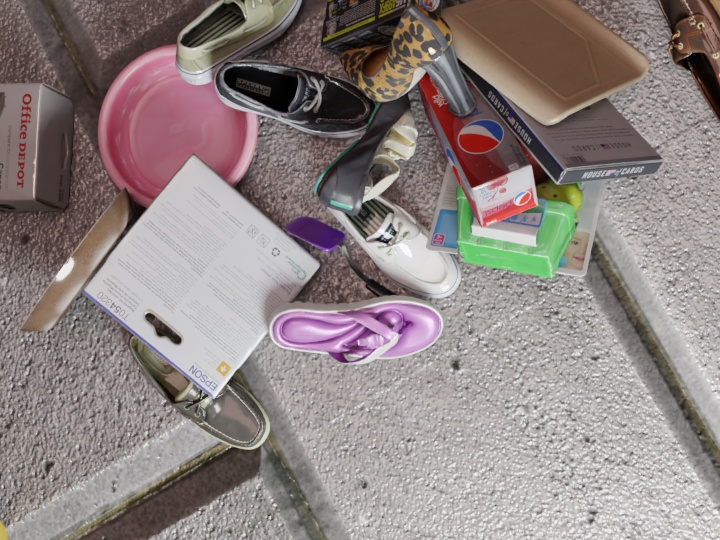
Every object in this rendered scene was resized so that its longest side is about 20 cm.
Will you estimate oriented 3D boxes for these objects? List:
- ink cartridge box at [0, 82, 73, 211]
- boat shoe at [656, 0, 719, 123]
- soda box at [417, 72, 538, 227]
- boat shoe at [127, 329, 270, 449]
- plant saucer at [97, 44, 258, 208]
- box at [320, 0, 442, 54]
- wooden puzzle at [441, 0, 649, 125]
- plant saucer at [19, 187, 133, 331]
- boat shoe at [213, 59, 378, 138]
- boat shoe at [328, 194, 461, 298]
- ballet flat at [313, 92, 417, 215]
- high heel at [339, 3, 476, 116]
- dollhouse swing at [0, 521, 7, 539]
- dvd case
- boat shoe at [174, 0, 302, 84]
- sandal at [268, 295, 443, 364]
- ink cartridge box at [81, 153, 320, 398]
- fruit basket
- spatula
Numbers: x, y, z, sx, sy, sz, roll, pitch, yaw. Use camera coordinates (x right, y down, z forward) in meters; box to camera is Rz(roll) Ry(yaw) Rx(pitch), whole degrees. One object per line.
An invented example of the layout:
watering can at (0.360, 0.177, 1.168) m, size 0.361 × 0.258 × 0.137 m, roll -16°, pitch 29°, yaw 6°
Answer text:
ink cartridge box at (-0.465, -0.151, 1.241) m, size 0.197 × 0.083 × 0.149 m, roll 0°, pitch 84°, yaw 10°
boat shoe at (0.378, -0.249, 1.113) m, size 0.070 × 0.070 × 0.201 m, roll -33°, pitch 81°, yaw 1°
soda box at (0.123, -0.144, 1.091) m, size 0.069 × 0.064 × 0.202 m, roll -21°, pitch 48°, yaw 2°
boat shoe at (-0.196, 0.140, 1.179) m, size 0.200 × 0.066 × 0.072 m, roll 38°, pitch 91°, yaw 10°
plant saucer at (-0.216, -0.168, 1.217) m, size 0.197 × 0.051 × 0.204 m, roll -1°, pitch 84°, yaw 9°
box at (0.027, -0.339, 1.126) m, size 0.044 × 0.199 × 0.163 m, roll 9°, pitch 85°, yaw -29°
wooden puzzle at (0.195, -0.239, 1.099) m, size 0.185 × 0.037 × 0.199 m, roll 43°, pitch 49°, yaw 21°
plant saucer at (-0.318, -0.006, 1.156) m, size 0.032 × 0.200 × 0.201 m, roll 35°, pitch 92°, yaw -12°
boat shoe at (-0.069, -0.201, 1.158) m, size 0.197 × 0.068 × 0.073 m, roll 14°, pitch 90°, yaw -14°
boat shoe at (0.028, -0.039, 1.156) m, size 0.199 × 0.067 × 0.074 m, roll 37°, pitch 92°, yaw 11°
ballet flat at (0.022, -0.135, 1.136) m, size 0.072 × 0.073 × 0.201 m, roll 28°, pitch 56°, yaw 10°
high heel at (0.028, -0.244, 1.071) m, size 0.199 × 0.143 × 0.072 m, roll 26°, pitch 71°, yaw 40°
dollhouse swing at (-0.541, 0.285, 1.242) m, size 0.197 × 0.177 × 0.184 m, roll -12°, pitch 125°, yaw 8°
dvd case at (0.211, -0.171, 1.076) m, size 0.201 × 0.149 × 0.025 m, roll 58°, pitch 140°, yaw 32°
boat shoe at (-0.137, -0.295, 1.179) m, size 0.072 × 0.062 × 0.200 m, roll 38°, pitch 69°, yaw 10°
sandal at (-0.005, 0.076, 1.141) m, size 0.199 × 0.050 × 0.083 m, roll -2°, pitch 123°, yaw 3°
ink cartridge box at (-0.181, 0.006, 1.156) m, size 0.196 × 0.043 × 0.201 m, roll 41°, pitch 84°, yaw -12°
fruit basket at (0.180, -0.102, 1.123) m, size 0.183 × 0.094 × 0.203 m, roll 11°, pitch 78°, yaw 19°
spatula at (0.000, 0.000, 1.174) m, size 0.199 × 0.057 × 0.021 m, roll 41°, pitch 123°, yaw 3°
